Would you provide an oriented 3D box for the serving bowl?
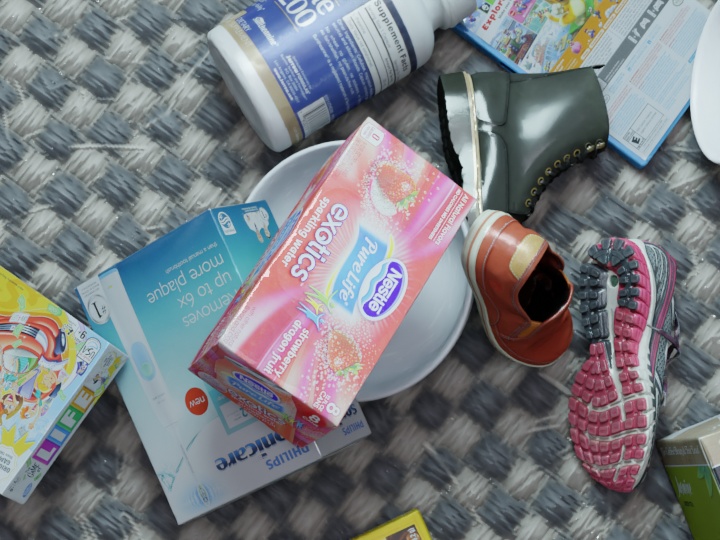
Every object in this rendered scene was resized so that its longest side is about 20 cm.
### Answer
[{"bbox_3d":[0.000,0.000,1.212,0.199,0.066,0.201,0,91,18],"label":"serving bowl"}]

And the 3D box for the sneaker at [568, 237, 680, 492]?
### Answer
[{"bbox_3d":[0.219,0.076,1.226,0.074,0.080,0.201,4,92,-41],"label":"sneaker"}]

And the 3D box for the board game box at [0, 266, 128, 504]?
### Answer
[{"bbox_3d":[-0.290,0.067,1.176,0.200,0.034,0.135,31,82,27],"label":"board game box"}]

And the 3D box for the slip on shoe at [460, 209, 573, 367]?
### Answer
[{"bbox_3d":[0.131,0.024,1.170,0.061,0.200,0.074,25,73,29],"label":"slip on shoe"}]

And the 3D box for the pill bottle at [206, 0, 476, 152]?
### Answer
[{"bbox_3d":[-0.012,-0.190,1.227,0.199,0.111,0.111,-32,85,-7],"label":"pill bottle"}]

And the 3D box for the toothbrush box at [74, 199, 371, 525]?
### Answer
[{"bbox_3d":[-0.104,0.069,1.170,0.146,0.085,0.201,-27,85,28],"label":"toothbrush box"}]

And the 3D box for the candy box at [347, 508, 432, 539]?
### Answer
[{"bbox_3d":[0.040,0.299,1.209,0.102,0.026,0.201,-24,84,-3],"label":"candy box"}]

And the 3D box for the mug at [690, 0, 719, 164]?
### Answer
[{"bbox_3d":[0.372,-0.168,1.238,0.174,0.148,0.201,7,58,-15],"label":"mug"}]

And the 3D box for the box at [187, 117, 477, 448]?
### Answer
[{"bbox_3d":[-0.019,0.010,1.076,0.102,0.095,0.200,37,67,-7],"label":"box"}]

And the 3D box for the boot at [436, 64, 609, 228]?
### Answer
[{"bbox_3d":[0.143,-0.067,1.233,0.138,0.077,0.201,-8,89,-4],"label":"boot"}]

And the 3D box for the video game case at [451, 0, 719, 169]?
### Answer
[{"bbox_3d":[0.195,-0.200,1.287,0.200,0.018,0.143,37,83,2],"label":"video game case"}]

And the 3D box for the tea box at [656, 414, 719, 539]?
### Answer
[{"bbox_3d":[0.366,0.183,1.187,0.199,0.134,0.198,-20,85,-6],"label":"tea box"}]
